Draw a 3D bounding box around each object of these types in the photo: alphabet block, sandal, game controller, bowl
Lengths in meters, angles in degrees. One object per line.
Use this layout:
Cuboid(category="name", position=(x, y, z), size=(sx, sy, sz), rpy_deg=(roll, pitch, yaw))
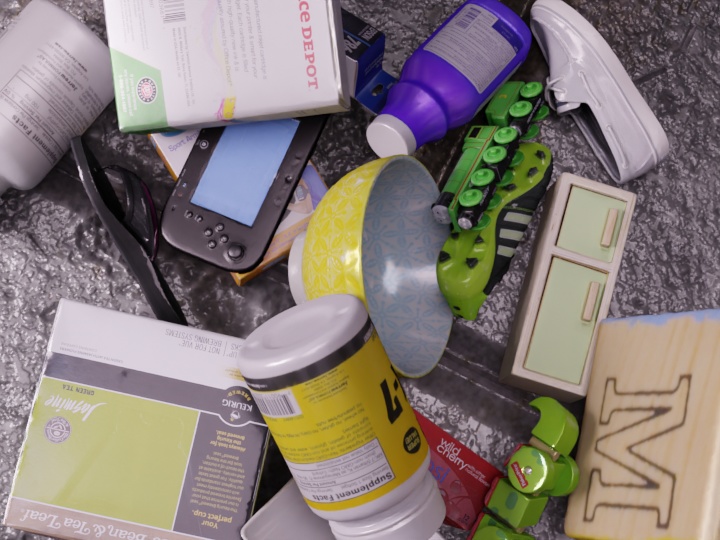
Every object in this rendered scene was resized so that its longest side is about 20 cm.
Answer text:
Cuboid(category="alphabet block", position=(0.318, 0.157, 1.127), size=(0.195, 0.196, 0.201), rpy_deg=(19, 77, -23))
Cuboid(category="sandal", position=(-0.202, -0.038, 1.194), size=(0.048, 0.075, 0.201), rpy_deg=(-28, 97, -1))
Cuboid(category="game controller", position=(-0.105, -0.098, 1.198), size=(0.104, 0.042, 0.201), rpy_deg=(24, 77, -1))
Cuboid(category="bowl", position=(0.000, 0.000, 1.176), size=(0.107, 0.200, 0.201), rpy_deg=(-4, 77, 27))

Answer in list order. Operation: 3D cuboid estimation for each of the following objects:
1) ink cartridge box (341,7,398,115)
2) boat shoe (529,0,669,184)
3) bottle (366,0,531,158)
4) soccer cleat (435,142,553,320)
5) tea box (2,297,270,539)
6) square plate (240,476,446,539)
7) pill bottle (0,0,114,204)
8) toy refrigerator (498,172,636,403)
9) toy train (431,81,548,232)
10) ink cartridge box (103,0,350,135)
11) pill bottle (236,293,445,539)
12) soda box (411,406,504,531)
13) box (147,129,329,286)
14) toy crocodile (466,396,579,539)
Cuboid(category="ink cartridge box", position=(-0.046, -0.229, 1.242), size=(0.200, 0.100, 0.039), rpy_deg=(33, 121, 0))
Cuboid(category="boat shoe", position=(0.218, -0.174, 1.276), size=(0.068, 0.072, 0.200), rpy_deg=(-35, 93, -12))
Cuboid(category="bottle", position=(0.081, -0.177, 1.232), size=(0.083, 0.065, 0.200), rpy_deg=(38, 59, 6))
Cuboid(category="soccer cleat", position=(0.128, -0.041, 1.241), size=(0.067, 0.081, 0.200), rpy_deg=(16, 55, 26))
Cuboid(category="tea box", position=(-0.181, 0.148, 1.134), size=(0.199, 0.134, 0.198), rpy_deg=(14, 77, -3))
Cuboid(category="square plate", position=(0.003, 0.254, 1.128), size=(0.198, 0.200, 0.028), rpy_deg=(45, 119, 3))
Cuboid(category="pill bottle", position=(-0.317, -0.138, 1.186), size=(0.114, 0.114, 0.200), rpy_deg=(38, 78, 2))
Cuboid(category="toy refrigerator", position=(0.196, 0.016, 1.231), size=(0.076, 0.070, 0.201), rpy_deg=(17, 77, -2))
Cuboid(category="toy train", position=(0.121, -0.110, 1.223), size=(0.056, 0.042, 0.200), rpy_deg=(5, 46, 31))
Cuboid(category="ink cartridge box", position=(-0.115, -0.203, 1.153), size=(0.199, 0.088, 0.146), rpy_deg=(-7, 92, 8))
Cuboid(category="pill bottle", position=(-0.011, 0.131, 1.064), size=(0.114, 0.114, 0.201), rpy_deg=(-28, 108, -10))
Cuboid(category="soda box", position=(0.027, 0.151, 1.173), size=(0.200, 0.070, 0.064), rpy_deg=(36, 77, -8))
Cuboid(category="box", position=(-0.116, -0.101, 1.238), size=(0.119, 0.041, 0.200), rpy_deg=(-31, 86, -11))
Cuboid(category="toy crocodile", position=(0.135, 0.207, 1.141), size=(0.062, 0.067, 0.201), rpy_deg=(30, 98, 36))
